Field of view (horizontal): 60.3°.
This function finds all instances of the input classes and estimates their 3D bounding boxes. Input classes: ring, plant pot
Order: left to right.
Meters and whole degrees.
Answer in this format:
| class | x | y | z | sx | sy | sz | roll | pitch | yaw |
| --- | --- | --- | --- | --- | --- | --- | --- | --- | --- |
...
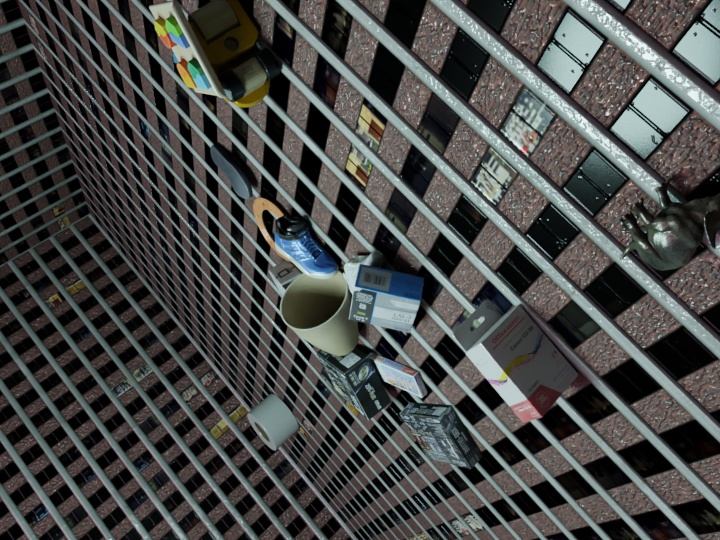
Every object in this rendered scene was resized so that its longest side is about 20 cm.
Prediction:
| class | x | y | z | sx | sy | sz | roll | pitch | yaw |
| --- | --- | --- | --- | --- | --- | --- | --- | --- | --- |
| ring | -0.223 | -0.111 | 1.685 | 0.199 | 0.019 | 0.202 | 37 | 148 | 28 |
| plant pot | -0.082 | 0.128 | 1.594 | 0.186 | 0.188 | 0.201 | 27 | 157 | 40 |

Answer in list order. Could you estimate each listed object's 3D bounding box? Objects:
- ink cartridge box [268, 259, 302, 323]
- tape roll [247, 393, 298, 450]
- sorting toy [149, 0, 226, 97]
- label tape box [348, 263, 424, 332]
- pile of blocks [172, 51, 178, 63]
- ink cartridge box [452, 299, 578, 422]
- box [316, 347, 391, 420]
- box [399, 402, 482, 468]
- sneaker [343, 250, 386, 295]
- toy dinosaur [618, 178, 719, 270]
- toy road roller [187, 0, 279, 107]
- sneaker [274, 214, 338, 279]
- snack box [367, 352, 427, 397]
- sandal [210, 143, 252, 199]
| class | x | y | z | sx | sy | sz | roll | pitch | yaw |
| --- | --- | --- | --- | --- | --- | --- | --- | --- | --- |
| ink cartridge box | -0.180 | 0.056 | 1.702 | 0.117 | 0.066 | 0.200 | 65 | 168 | -23 |
| tape roll | -0.384 | 0.668 | 2.732 | 0.202 | 0.138 | 0.205 | 39 | 150 | 27 |
| sorting toy | -0.345 | -0.428 | 1.213 | 0.199 | 0.036 | 0.187 | 34 | 155 | 54 |
| label tape box | 0.051 | 0.080 | 1.349 | 0.140 | 0.067 | 0.202 | 12 | 143 | 1 |
| pile of blocks | -0.388 | -0.499 | 1.421 | 0.199 | 0.082 | 0.063 | 37 | 150 | 30 |
| ink cartridge box | 0.270 | 0.148 | 1.092 | 0.201 | 0.116 | 0.068 | 49 | 154 | 6 |
| box | -0.021 | 0.299 | 1.741 | 0.199 | 0.085 | 0.166 | 20 | 139 | 62 |
| box | 0.203 | 0.422 | 1.599 | 0.159 | 0.050 | 0.199 | 57 | 153 | -7 |
| sneaker | 0.000 | 0.000 | 1.405 | 0.081 | 0.070 | 0.201 | 51 | 154 | 10 |
| toy dinosaur | 0.370 | -0.040 | 0.756 | 0.103 | 0.076 | 0.201 | 52 | 151 | 17 |
| toy road roller | -0.266 | -0.432 | 1.269 | 0.202 | 0.122 | 0.146 | 57 | 164 | -8 |
| sneaker | -0.137 | -0.065 | 1.538 | 0.199 | 0.076 | 0.112 | 34 | 144 | 26 |
| snack box | 0.091 | 0.273 | 1.628 | 0.198 | 0.024 | 0.073 | 13 | 133 | 52 |
| sandal | -0.339 | -0.275 | 1.664 | 0.201 | 0.042 | 0.077 | 51 | 148 | 25 |
